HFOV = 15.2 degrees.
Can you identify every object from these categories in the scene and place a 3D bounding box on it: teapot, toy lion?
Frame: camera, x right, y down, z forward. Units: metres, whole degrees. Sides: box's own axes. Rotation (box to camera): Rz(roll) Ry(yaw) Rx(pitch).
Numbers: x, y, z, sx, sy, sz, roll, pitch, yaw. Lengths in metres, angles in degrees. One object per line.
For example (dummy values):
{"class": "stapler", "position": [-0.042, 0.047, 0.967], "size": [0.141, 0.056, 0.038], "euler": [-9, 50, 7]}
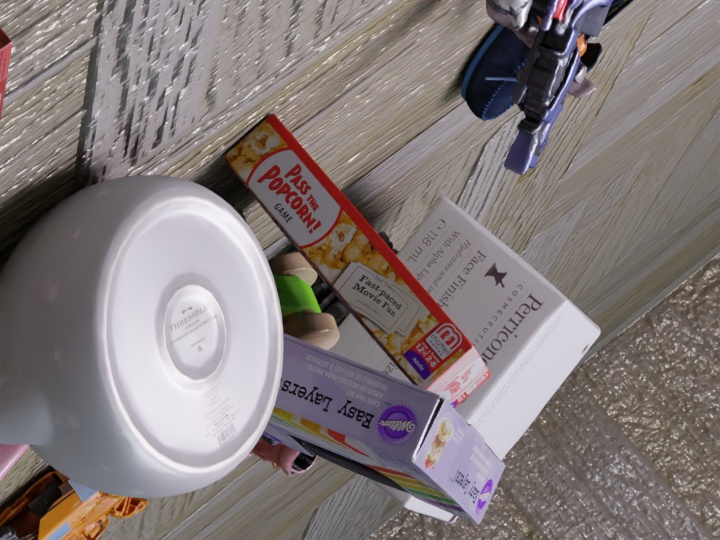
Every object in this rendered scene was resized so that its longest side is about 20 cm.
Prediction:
{"class": "teapot", "position": [-0.147, 0.038, 1.569], "size": [0.145, 0.199, 0.200], "euler": [-5, 156, 38]}
{"class": "toy lion", "position": [-0.125, 0.046, 1.839], "size": [0.191, 0.069, 0.200], "euler": [-27, 158, 12]}

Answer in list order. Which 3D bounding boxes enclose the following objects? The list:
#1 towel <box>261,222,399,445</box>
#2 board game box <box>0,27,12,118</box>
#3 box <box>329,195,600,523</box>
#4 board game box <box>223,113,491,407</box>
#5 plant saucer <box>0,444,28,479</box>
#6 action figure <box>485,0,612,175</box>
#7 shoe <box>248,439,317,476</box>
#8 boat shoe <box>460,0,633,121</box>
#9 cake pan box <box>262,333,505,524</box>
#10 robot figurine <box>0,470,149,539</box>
{"class": "towel", "position": [-0.037, 0.048, 2.114], "size": [0.165, 0.086, 0.200], "euler": [-41, 168, -9]}
{"class": "board game box", "position": [-0.223, -0.044, 1.324], "size": [0.103, 0.019, 0.200], "euler": [-35, 167, -23]}
{"class": "box", "position": [0.066, 0.072, 2.058], "size": [0.199, 0.130, 0.200], "euler": [-52, 165, 1]}
{"class": "board game box", "position": [0.000, 0.000, 1.766], "size": [0.046, 0.200, 0.152], "euler": [-40, 169, -1]}
{"class": "plant saucer", "position": [-0.268, 0.140, 1.673], "size": [0.201, 0.051, 0.201], "euler": [-49, -175, 6]}
{"class": "action figure", "position": [0.115, -0.167, 1.787], "size": [0.201, 0.104, 0.193], "euler": [-67, 162, 0]}
{"class": "shoe", "position": [-0.077, 0.142, 2.309], "size": [0.071, 0.091, 0.200], "euler": [-37, 168, -21]}
{"class": "boat shoe", "position": [0.140, -0.165, 1.944], "size": [0.084, 0.069, 0.200], "euler": [-31, 166, -40]}
{"class": "cake pan box", "position": [-0.012, 0.094, 1.752], "size": [0.053, 0.183, 0.200], "euler": [-64, 160, -9]}
{"class": "robot figurine", "position": [-0.254, 0.212, 2.066], "size": [0.200, 0.058, 0.145], "euler": [-40, 168, -12]}
